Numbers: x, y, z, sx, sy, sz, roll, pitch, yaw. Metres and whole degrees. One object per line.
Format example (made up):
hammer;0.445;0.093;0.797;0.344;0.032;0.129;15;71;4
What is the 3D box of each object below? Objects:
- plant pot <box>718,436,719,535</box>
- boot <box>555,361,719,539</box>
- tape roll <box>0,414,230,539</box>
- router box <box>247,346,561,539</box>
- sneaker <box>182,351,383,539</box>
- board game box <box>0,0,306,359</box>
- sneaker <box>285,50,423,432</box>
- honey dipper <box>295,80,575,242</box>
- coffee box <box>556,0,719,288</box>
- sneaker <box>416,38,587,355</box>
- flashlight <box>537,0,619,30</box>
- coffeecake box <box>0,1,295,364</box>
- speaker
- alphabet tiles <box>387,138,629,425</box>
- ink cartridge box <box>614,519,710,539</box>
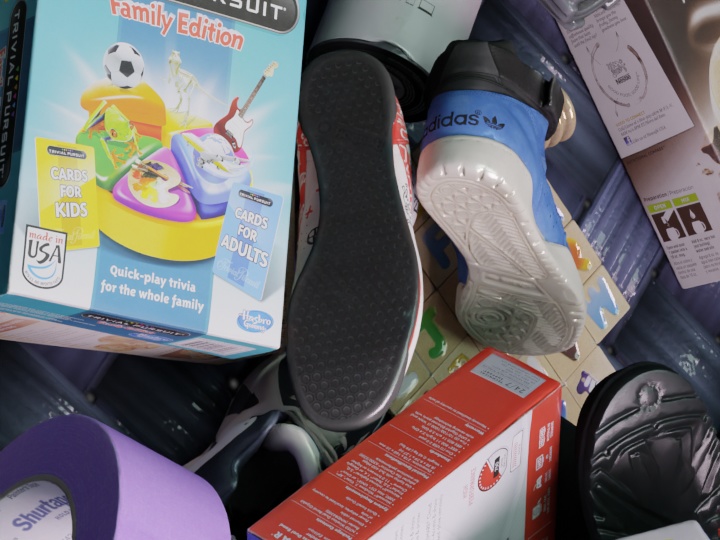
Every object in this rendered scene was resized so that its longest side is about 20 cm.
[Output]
plant pot;0.320;0.134;1.582;0.200;0.200;0.176;44;47;-21
boot;0.121;0.112;1.415;0.076;0.168;0.200;-27;121;-17
tape roll;-0.143;0.167;1.210;0.066;0.200;0.200;30;63;-27
router box;0.024;0.165;1.331;0.179;0.049;0.200;-36;139;-36
sneaker;-0.028;0.094;1.353;0.199;0.129;0.080;-34;102;-34
board game box;-0.104;-0.070;1.295;0.151;0.047;0.201;13;75;-34
sneaker;0.001;-0.001;1.369;0.067;0.108;0.202;-4;67;5
honey dipper;0.038;-0.057;1.504;0.200;0.038;0.038;-25;95;-34
coffee box;0.209;-0.106;1.611;0.113;0.080;0.200;-33;100;-36
sneaker;0.079;-0.043;1.439;0.200;0.077;0.111;60;32;-52
flashlight;0.070;-0.221;1.443;0.068;0.068;0.200;-36;79;-22
coffeecake box;-0.133;-0.041;1.345;0.200;0.073;0.154;8;77;-35
speaker;0.039;-0.186;1.501;0.081;0.081;0.200;33;62;-27
alphabet tiles;0.069;0.024;1.500;0.166;0.006;0.200;-46;114;-25
ink cartridge box;0.136;0.198;1.320;0.198;0.200;0.047;70;5;-49
